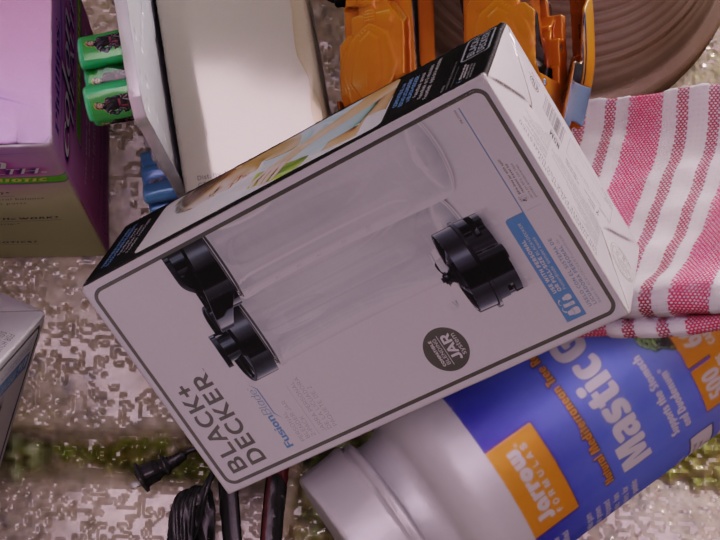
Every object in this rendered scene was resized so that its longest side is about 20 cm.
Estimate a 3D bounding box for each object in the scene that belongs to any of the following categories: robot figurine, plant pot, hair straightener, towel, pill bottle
[{"bbox_3d":[0.042,-0.123,0.764,0.144,0.058,0.202,-6,79,28],"label":"robot figurine"},{"bbox_3d":[0.097,-0.179,0.848,0.199,0.093,0.203,0,78,-1],"label":"plant pot"},{"bbox_3d":[-0.071,0.109,0.816,0.076,0.041,0.202,3,83,-1],"label":"hair straightener"},{"bbox_3d":[0.097,-0.029,0.773,0.199,0.030,0.147,-3,44,30],"label":"towel"},{"bbox_3d":[0.075,0.071,0.787,0.199,0.112,0.112,-35,82,-9],"label":"pill bottle"}]

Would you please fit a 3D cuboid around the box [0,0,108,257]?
[{"bbox_3d":[-0.209,-0.071,0.759,0.174,0.200,0.098,-1,79,-2],"label":"box"}]

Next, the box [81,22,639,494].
[{"bbox_3d":[0.000,0.000,0.704,0.199,0.060,0.117,-25,109,24],"label":"box"}]

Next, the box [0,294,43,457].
[{"bbox_3d":[-0.202,0.111,0.714,0.060,0.117,0.201,22,113,2],"label":"box"}]

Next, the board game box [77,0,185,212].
[{"bbox_3d":[-0.110,-0.137,0.775,0.026,0.200,0.202,-10,79,0],"label":"board game box"}]

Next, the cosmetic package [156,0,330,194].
[{"bbox_3d":[-0.054,-0.099,0.819,0.072,0.104,0.202,-9,80,1],"label":"cosmetic package"}]
